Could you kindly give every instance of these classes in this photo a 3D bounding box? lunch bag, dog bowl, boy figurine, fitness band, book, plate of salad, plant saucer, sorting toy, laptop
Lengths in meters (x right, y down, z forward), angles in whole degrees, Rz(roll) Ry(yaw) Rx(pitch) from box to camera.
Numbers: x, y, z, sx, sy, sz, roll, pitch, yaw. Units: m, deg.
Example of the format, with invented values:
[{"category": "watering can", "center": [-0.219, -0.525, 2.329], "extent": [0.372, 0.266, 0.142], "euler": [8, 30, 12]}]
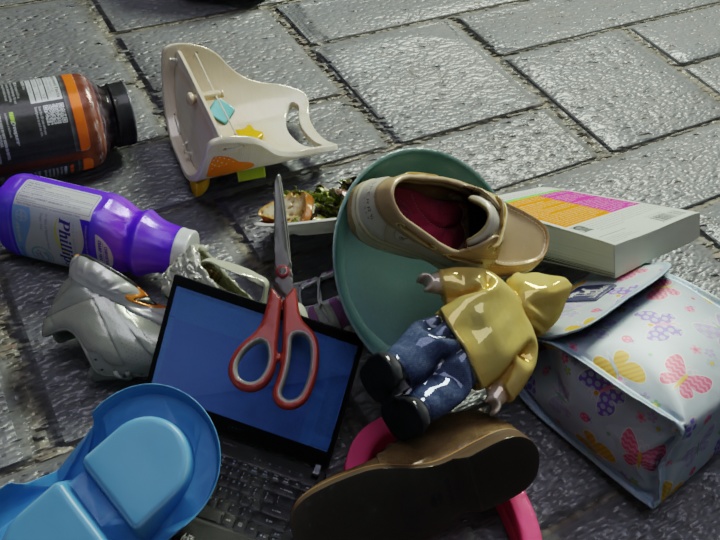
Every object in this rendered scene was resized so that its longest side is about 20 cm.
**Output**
[{"category": "lunch bag", "center": [0.243, 0.078, 0.767], "extent": [0.168, 0.129, 0.199], "euler": [-25, 44, -29]}, {"category": "dog bowl", "center": [-0.188, 0.175, 0.622], "extent": [0.199, 0.050, 0.111], "euler": [-42, 74, -15]}, {"category": "boy figurine", "center": [0.092, 0.049, 0.690], "extent": [0.199, 0.064, 0.125], "euler": [-32, 84, -31]}, {"category": "fitness band", "center": [0.064, 0.198, 0.684], "extent": [0.141, 0.038, 0.201], "euler": [-11, 46, -17]}, {"category": "book", "center": [0.229, -0.049, 0.885], "extent": [0.132, 0.049, 0.199], "euler": [-19, 22, -30]}, {"category": "plate of salad", "center": [-0.013, -0.071, 0.869], "extent": [0.196, 0.049, 0.200], "euler": [-8, 7, 1]}, {"category": "plant saucer", "center": [0.055, -0.003, 0.741], "extent": [0.197, 0.036, 0.204], "euler": [5, 79, -29]}, {"category": "sorting toy", "center": [-0.124, -0.169, 0.991], "extent": [0.177, 0.108, 0.201], "euler": [-8, 45, -25]}, {"category": "laptop", "center": [-0.110, 0.130, 0.674], "extent": [0.174, 0.104, 0.201], "euler": [17, 43, 6]}]

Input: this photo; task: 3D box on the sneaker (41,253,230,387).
[{"category": "sneaker", "center": [-0.194, 0.073, 0.764], "extent": [0.198, 0.076, 0.093], "euler": [30, 79, 6]}]

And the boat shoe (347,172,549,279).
[{"category": "boat shoe", "center": [0.087, -0.036, 0.705], "extent": [0.197, 0.069, 0.075], "euler": [8, 77, -29]}]

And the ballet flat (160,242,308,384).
[{"category": "ballet flat", "center": [-0.089, 0.044, 0.756], "extent": [0.198, 0.072, 0.072], "euler": [34, 48, 2]}]

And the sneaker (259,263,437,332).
[{"category": "sneaker", "center": [0.000, 0.000, 0.797], "extent": [0.196, 0.141, 0.078], "euler": [-5, 45, -13]}]

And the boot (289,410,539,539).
[{"category": "boot", "center": [0.036, 0.163, 0.663], "extent": [0.196, 0.075, 0.075], "euler": [-15, 21, -14]}]

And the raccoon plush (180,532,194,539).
[{"category": "raccoon plush", "center": [-0.078, 0.274, 0.581], "extent": [0.198, 0.097, 0.135], "euler": [30, 27, -19]}]

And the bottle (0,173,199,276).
[{"category": "bottle", "center": [-0.260, -0.038, 0.844], "extent": [0.196, 0.084, 0.066], "euler": [14, 44, 5]}]

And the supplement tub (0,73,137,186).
[{"category": "supplement tub", "center": [-0.351, -0.156, 0.935], "extent": [0.197, 0.108, 0.108], "euler": [-14, 48, -22]}]

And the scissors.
[{"category": "scissors", "center": [-0.058, 0.015, 0.711], "extent": [0.072, 0.014, 0.203], "euler": [9, 68, 4]}]
